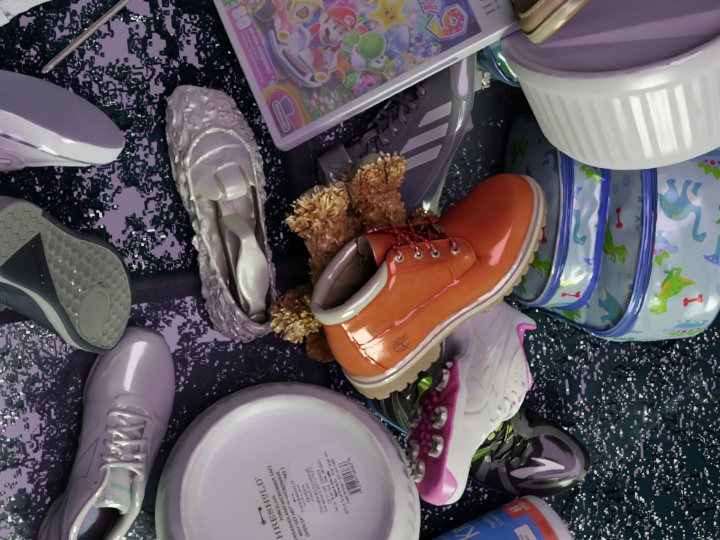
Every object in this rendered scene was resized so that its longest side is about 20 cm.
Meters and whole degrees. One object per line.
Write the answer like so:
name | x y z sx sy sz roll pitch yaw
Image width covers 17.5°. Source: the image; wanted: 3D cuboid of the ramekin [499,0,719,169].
ramekin | 0.206 -0.153 1.680 0.202 0.202 0.094 -26 122 -15

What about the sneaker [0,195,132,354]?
sneaker | -0.260 -0.011 1.669 0.202 0.146 0.077 47 61 -54

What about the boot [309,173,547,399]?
boot | 0.049 -0.010 1.673 0.200 0.075 0.107 -46 133 -11

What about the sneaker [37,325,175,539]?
sneaker | -0.177 0.140 1.722 0.070 0.080 0.201 17 90 -20

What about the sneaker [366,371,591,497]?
sneaker | 0.096 0.126 1.817 0.199 0.083 0.071 28 83 -22

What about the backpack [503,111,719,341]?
backpack | 0.191 -0.035 1.767 0.147 0.200 0.183 2 97 -21

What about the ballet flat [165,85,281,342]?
ballet flat | -0.093 -0.042 1.734 0.072 0.072 0.200 -17 103 -17

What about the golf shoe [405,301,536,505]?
golf shoe | 0.087 0.091 1.728 0.091 0.075 0.200 22 51 -16

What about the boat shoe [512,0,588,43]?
boat shoe | 0.124 -0.221 1.644 0.071 0.200 0.065 -40 108 19

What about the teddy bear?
teddy bear | 0.000 0.000 1.721 0.145 0.067 0.200 -22 135 -39

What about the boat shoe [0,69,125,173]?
boat shoe | -0.268 -0.102 1.667 0.200 0.074 0.065 15 123 -27

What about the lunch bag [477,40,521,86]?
lunch bag | 0.119 -0.252 1.773 0.161 0.082 0.200 -35 108 -11

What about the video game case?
video game case | 0.001 -0.194 1.692 0.200 0.018 0.143 -27 75 13

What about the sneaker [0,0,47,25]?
sneaker | -0.242 -0.212 1.628 0.200 0.115 0.075 -32 107 -13

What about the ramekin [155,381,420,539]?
ramekin | -0.054 0.175 1.718 0.200 0.105 0.200 0 78 -2

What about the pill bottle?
pill bottle | 0.070 0.262 1.811 0.200 0.112 0.112 -23 105 -17

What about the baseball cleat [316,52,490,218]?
baseball cleat | 0.027 -0.099 1.743 0.106 0.070 0.200 4 116 -19

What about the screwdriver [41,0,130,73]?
screwdriver | -0.160 -0.212 1.707 0.200 0.028 0.029 -38 78 -11
